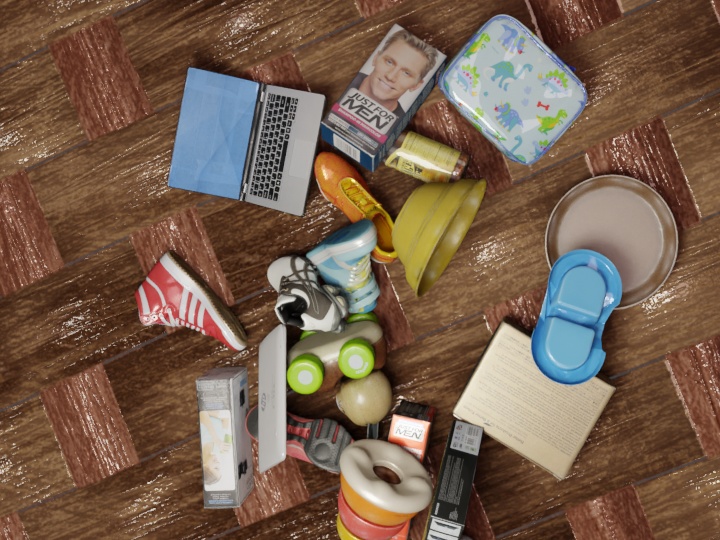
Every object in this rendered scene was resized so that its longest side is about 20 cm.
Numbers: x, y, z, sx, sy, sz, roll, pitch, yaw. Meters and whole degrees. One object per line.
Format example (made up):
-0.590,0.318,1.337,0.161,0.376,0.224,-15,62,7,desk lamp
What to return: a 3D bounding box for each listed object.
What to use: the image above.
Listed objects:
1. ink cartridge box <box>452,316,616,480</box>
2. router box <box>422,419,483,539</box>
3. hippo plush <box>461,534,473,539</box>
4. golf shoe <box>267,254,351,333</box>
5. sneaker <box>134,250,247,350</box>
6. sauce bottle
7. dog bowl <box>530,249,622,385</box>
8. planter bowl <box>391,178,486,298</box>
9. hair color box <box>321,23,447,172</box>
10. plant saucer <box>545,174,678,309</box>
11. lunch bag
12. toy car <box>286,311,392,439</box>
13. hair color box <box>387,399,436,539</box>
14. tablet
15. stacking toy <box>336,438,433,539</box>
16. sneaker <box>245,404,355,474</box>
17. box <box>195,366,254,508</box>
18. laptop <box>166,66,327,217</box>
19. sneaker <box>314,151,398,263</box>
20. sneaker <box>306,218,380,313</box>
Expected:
0.264,0.193,1.625,0.198,0.075,0.166,30,99,4,ink cartridge box
0.130,0.349,1.570,0.051,0.201,0.159,14,126,6,router box
0.158,0.511,1.654,0.200,0.160,0.161,-42,57,-5,hippo plush
-0.102,0.033,1.617,0.199,0.093,0.079,31,122,47,golf shoe
-0.277,0.078,1.699,0.112,0.071,0.200,-44,80,5,sneaker
0.069,-0.184,1.632,0.197,0.066,0.067,23,97,9,sauce bottle
0.314,0.071,1.565,0.110,0.050,0.203,17,80,3,dog bowl
0.102,-0.067,1.572,0.083,0.200,0.203,31,98,13,planter bowl
0.035,-0.260,1.591,0.099,0.061,0.201,33,75,9,hair color box
0.380,-0.043,1.612,0.196,0.032,0.204,1,94,8,plant saucer
0.229,-0.270,1.579,0.199,0.083,0.161,41,98,-6,lunch bag
-0.015,0.189,1.634,0.155,0.165,0.203,-17,104,9,toy car
0.066,0.315,1.646,0.063,0.111,0.204,11,96,8,hair color box
-0.135,0.194,1.601,0.013,0.130,0.204,6,69,-20,tablet
0.008,0.363,1.554,0.144,0.146,0.202,26,114,6,stacking toy
-0.082,0.266,1.678,0.197,0.087,0.075,20,76,14,sneaker
-0.214,0.262,1.683,0.059,0.117,0.204,-2,93,6,box
-0.175,-0.198,1.635,0.198,0.115,0.191,16,98,34,laptop
0.003,-0.104,1.634,0.073,0.077,0.201,-40,93,-20,sneaker
0.000,0.000,1.606,0.079,0.200,0.132,-35,97,-20,sneaker
